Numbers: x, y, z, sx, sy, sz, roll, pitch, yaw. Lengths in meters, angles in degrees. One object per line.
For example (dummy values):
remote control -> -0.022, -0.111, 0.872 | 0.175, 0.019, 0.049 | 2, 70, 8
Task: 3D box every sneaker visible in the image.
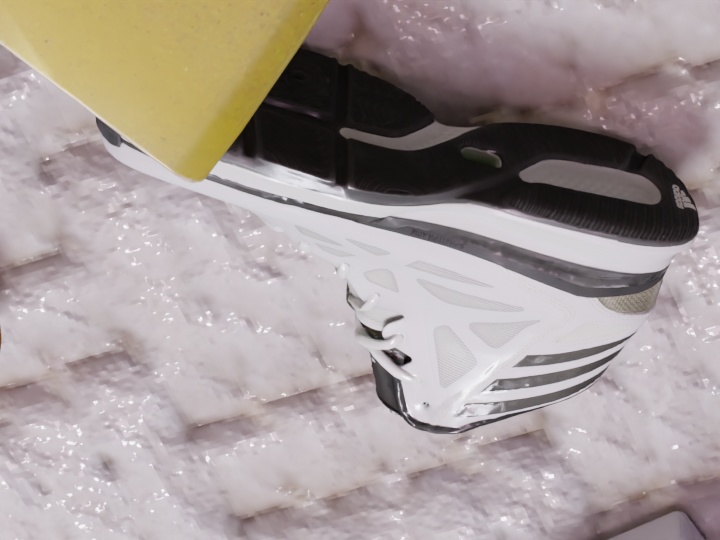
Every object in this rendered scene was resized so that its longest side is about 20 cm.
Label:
sneaker -> 0.000, 0.000, 0.964 | 0.200, 0.076, 0.115 | 15, 125, -11

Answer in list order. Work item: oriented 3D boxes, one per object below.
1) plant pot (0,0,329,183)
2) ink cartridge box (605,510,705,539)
plant pot -> -0.064, -0.181, 0.769 | 0.200, 0.200, 0.176 | 37, 109, -22
ink cartridge box -> 0.062, 0.184, 1.104 | 0.200, 0.068, 0.116 | -26, 121, 21
